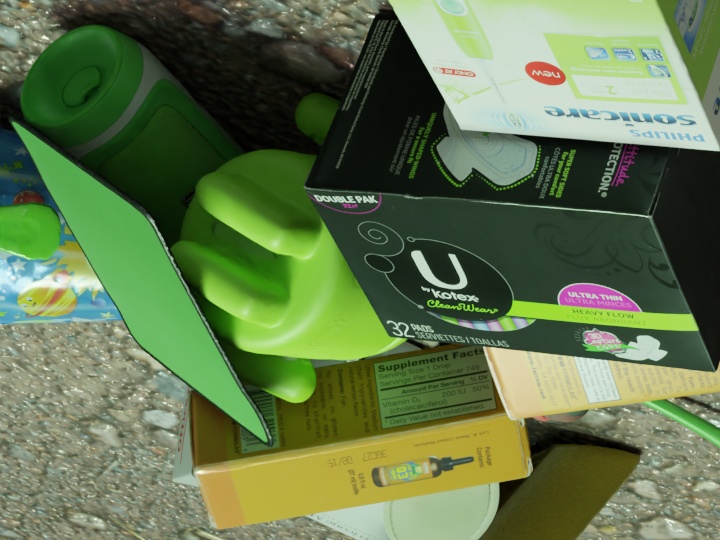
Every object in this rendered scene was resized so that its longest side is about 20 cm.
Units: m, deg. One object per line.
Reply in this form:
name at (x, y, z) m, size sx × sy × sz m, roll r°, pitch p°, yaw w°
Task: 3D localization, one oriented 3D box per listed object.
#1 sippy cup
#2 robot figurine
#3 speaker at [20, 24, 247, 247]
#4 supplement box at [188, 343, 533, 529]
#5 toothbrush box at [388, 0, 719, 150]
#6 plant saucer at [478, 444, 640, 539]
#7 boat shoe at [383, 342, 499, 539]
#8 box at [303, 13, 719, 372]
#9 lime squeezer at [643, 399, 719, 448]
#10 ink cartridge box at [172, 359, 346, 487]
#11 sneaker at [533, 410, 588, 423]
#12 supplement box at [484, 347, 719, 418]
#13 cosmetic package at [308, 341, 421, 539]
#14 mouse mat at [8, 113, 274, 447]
sippy cup at (-0.196, -0.024, 1.793) m, size 0.130 × 0.178 × 0.140 m, roll 6°, pitch 125°, yaw 3°
robot figurine at (-0.026, -0.008, 1.655) m, size 0.115 × 0.176 × 0.200 m, roll 29°, pitch -168°, yaw 29°
speaker at (-0.116, -0.059, 1.704) m, size 0.088 × 0.089 × 0.200 m, roll -1°, pitch 148°, yaw 36°
supplement box at (0.000, 0.097, 1.721) m, size 0.199 × 0.069 × 0.067 m, roll -8°, pitch 140°, yaw 4°
toothbrush box at (0.093, -0.150, 1.379) m, size 0.145 × 0.086 × 0.200 m, roll 7°, pitch 153°, yaw 26°
plant saucer at (0.074, 0.196, 1.972) m, size 0.048 × 0.200 × 0.200 m, roll 49°, pitch 146°, yaw -6°
boat shoe at (0.056, 0.106, 1.841) m, size 0.074 × 0.066 × 0.200 m, roll 7°, pitch 138°, yaw 4°
box at (0.099, -0.043, 1.534) m, size 0.199 × 0.125 × 0.149 m, roll 6°, pitch 148°, yaw 28°
lime squeezer at (0.264, 0.128, 1.881) m, size 0.200 × 0.038 × 0.071 m, roll 36°, pitch -179°, yaw -33°
ink cartridge box at (-0.071, 0.086, 1.877) m, size 0.066 × 0.116 × 0.200 m, roll 12°, pitch 168°, yaw -15°
sneaker at (0.140, 0.044, 1.744) m, size 0.097 × 0.071 × 0.201 m, roll 15°, pitch 153°, yaw 14°
supplement box at (0.174, 0.029, 1.609) m, size 0.199 × 0.067 × 0.069 m, roll -10°, pitch 123°, yaw 19°
cosmetic package at (0.020, 0.123, 1.986) m, size 0.101 × 0.072 × 0.200 m, roll 24°, pitch 155°, yaw -11°
mouse mat at (-0.125, 0.006, 1.644) m, size 0.161 × 0.008 × 0.200 m, roll 34°, pitch 158°, yaw 46°
